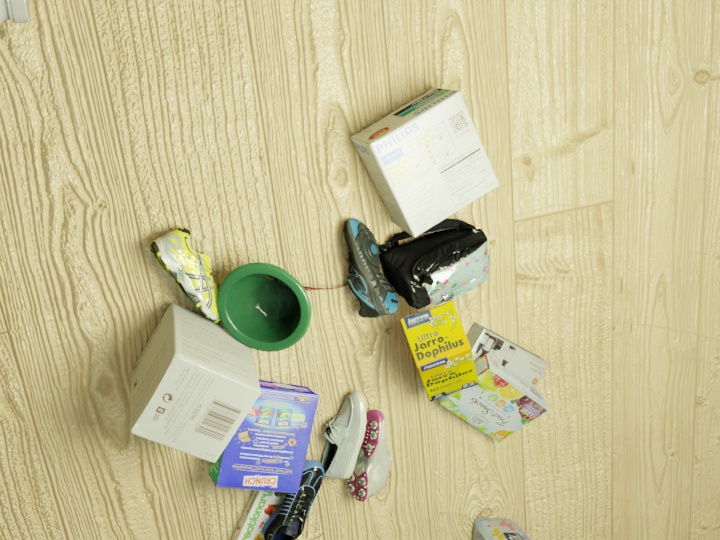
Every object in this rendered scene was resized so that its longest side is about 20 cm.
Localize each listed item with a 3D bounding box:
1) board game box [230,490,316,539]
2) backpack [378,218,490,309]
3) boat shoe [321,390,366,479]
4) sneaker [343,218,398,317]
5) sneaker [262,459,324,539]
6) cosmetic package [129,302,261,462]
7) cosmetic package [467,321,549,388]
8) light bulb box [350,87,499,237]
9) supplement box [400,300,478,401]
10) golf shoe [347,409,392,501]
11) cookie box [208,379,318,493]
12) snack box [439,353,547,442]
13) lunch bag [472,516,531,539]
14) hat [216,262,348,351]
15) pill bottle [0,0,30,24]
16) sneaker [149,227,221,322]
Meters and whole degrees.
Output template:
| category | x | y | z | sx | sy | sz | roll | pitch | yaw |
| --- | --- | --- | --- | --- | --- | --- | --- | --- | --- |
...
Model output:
| category | x | y | z | sx | sy | sz | roll | pitch | yaw |
| --- | --- | --- | --- | --- | --- | --- | --- | --- | --- |
| board game box | -0.183 | 0.522 | 1.586 | 0.126 | 0.035 | 0.200 | 21 | 98 | -24 |
| backpack | 0.156 | -0.014 | 1.489 | 0.200 | 0.167 | 0.127 | -25 | 132 | -15 |
| boat shoe | -0.039 | 0.342 | 1.563 | 0.071 | 0.070 | 0.201 | 5 | 107 | -25 |
| sneaker | 0.000 | 0.000 | 1.467 | 0.073 | 0.082 | 0.201 | -24 | 96 | -54 |
| sneaker | -0.128 | 0.482 | 1.532 | 0.070 | 0.078 | 0.200 | 28 | 95 | -24 |
| cosmetic package | -0.296 | 0.196 | 1.342 | 0.166 | 0.200 | 0.168 | 27 | 104 | -24 |
| cosmetic package | 0.312 | 0.193 | 1.656 | 0.200 | 0.051 | 0.083 | 27 | 97 | -25 |
| light bulb box | 0.120 | -0.205 | 1.420 | 0.198 | 0.125 | 0.200 | -31 | 114 | -8 |
| supplement box | 0.158 | 0.163 | 1.496 | 0.109 | 0.110 | 0.200 | -20 | 149 | 2 |
| golf shoe | 0.029 | 0.387 | 1.612 | 0.091 | 0.075 | 0.201 | 0 | 106 | -42 |
| cookie box | -0.190 | 0.321 | 1.484 | 0.171 | 0.075 | 0.201 | 12 | 92 | -23 |
| snack box | 0.285 | 0.279 | 1.640 | 0.200 | 0.053 | 0.142 | 35 | 120 | -27 |
| lunch bag | 0.357 | 0.673 | 1.756 | 0.127 | 0.170 | 0.200 | -42 | 115 | -2 |
| hat | -0.155 | 0.048 | 1.438 | 0.200 | 0.176 | 0.166 | 36 | 108 | -6 |
| pill bottle | -0.594 | -0.406 | 1.105 | 0.199 | 0.112 | 0.113 | -6 | 108 | -19 |
| sneaker | -0.292 | 0.012 | 1.368 | 0.076 | 0.075 | 0.200 | -40 | 122 | -15 |
